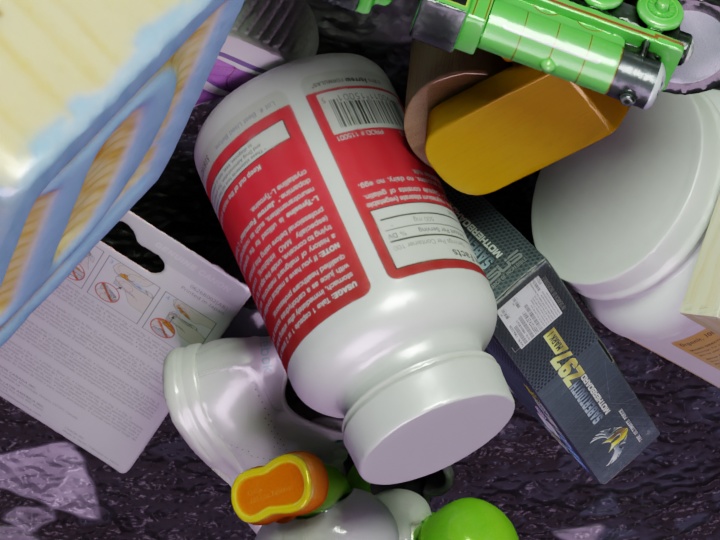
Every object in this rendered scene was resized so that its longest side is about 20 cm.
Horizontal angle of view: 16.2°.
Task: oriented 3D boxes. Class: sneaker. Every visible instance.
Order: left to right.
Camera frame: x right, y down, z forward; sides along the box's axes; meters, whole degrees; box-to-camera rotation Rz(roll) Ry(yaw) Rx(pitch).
[{"bbox_3d":[-0.122,-0.126,1.256,0.114,0.073,0.200,-20,150,30],"label":"sneaker"},{"bbox_3d":[-0.031,0.100,1.428,0.088,0.076,0.200,-19,143,15],"label":"sneaker"}]

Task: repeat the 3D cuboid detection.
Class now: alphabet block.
[{"bbox_3d":[-0.189,-0.097,1.089,0.200,0.197,0.196,37,140,4],"label":"alphabet block"}]

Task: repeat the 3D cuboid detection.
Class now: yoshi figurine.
[{"bbox_3d":[0.021,0.149,1.396,0.113,0.112,0.200,-55,150,12],"label":"yoshi figurine"}]

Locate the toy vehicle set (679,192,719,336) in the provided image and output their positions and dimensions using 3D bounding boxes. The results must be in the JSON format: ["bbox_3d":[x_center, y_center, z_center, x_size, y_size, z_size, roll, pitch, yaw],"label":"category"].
[{"bbox_3d":[0.245,-0.046,1.309,0.124,0.201,0.026,29,167,-36],"label":"toy vehicle set"}]

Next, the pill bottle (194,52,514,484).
[{"bbox_3d":[0.000,0.000,1.274,0.112,0.201,0.112,-20,155,-10],"label":"pill bottle"}]

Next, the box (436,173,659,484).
[{"bbox_3d":[0.076,0.016,1.414,0.051,0.158,0.200,-40,141,-3],"label":"box"}]

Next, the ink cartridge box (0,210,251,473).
[{"bbox_3d":[-0.159,0.012,1.443,0.162,0.050,0.200,32,134,-5],"label":"ink cartridge box"}]

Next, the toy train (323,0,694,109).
[{"bbox_3d":[0.053,-0.122,1.133,0.199,0.057,0.042,20,141,0],"label":"toy train"}]

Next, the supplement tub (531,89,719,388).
[{"bbox_3d":[0.204,-0.012,1.389,0.199,0.145,0.144,27,135,-36],"label":"supplement tub"}]

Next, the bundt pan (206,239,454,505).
[{"bbox_3d":[-0.019,0.050,1.476,0.201,0.076,0.202,24,151,14],"label":"bundt pan"}]

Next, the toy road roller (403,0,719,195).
[{"bbox_3d":[0.084,-0.147,1.217,0.199,0.123,0.146,-29,124,28],"label":"toy road roller"}]
